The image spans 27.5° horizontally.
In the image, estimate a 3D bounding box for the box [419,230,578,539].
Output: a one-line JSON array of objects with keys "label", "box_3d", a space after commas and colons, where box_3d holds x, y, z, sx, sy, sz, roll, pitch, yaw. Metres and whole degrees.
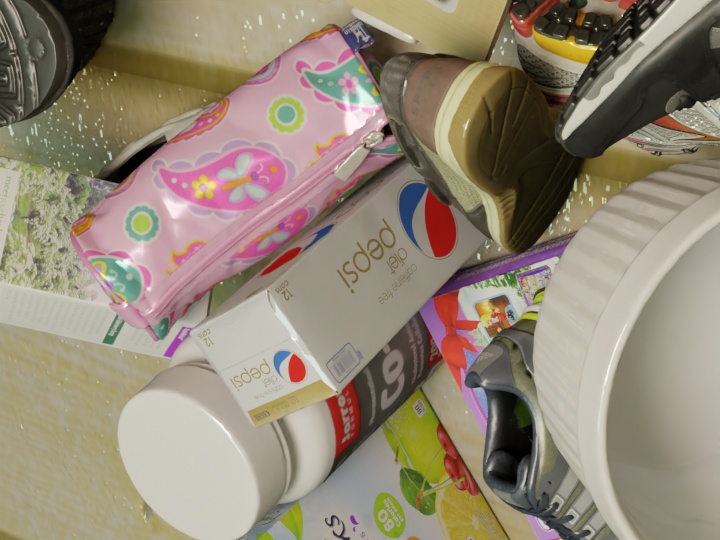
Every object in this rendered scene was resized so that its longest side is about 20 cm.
[{"label": "box", "box_3d": [0.134, 0.080, 0.849, 0.136, 0.039, 0.201, -19, 103, 41]}]

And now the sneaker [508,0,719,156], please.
[{"label": "sneaker", "box_3d": [0.170, -0.096, 0.712, 0.199, 0.078, 0.082, 20, 152, 21]}]

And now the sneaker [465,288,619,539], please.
[{"label": "sneaker", "box_3d": [0.109, 0.114, 0.786, 0.074, 0.081, 0.201, -1, 113, 61]}]

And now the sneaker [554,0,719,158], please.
[{"label": "sneaker", "box_3d": [0.166, -0.099, 0.598, 0.087, 0.076, 0.200, 41, 124, -5]}]

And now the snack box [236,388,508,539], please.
[{"label": "snack box", "box_3d": [0.007, 0.193, 0.898, 0.067, 0.200, 0.169, -24, 101, 42]}]

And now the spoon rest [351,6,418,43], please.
[{"label": "spoon rest", "box_3d": [0.053, -0.216, 0.737, 0.099, 0.061, 0.201, 29, 116, 17]}]

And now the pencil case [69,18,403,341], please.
[{"label": "pencil case", "box_3d": [-0.062, -0.049, 0.809, 0.199, 0.087, 0.088, -36, 93, 0]}]

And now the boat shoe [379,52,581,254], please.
[{"label": "boat shoe", "box_3d": [0.061, -0.064, 0.739, 0.066, 0.201, 0.072, 32, 89, 21]}]

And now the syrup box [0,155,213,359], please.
[{"label": "syrup box", "box_3d": [-0.187, -0.011, 0.884, 0.199, 0.079, 0.081, 13, 157, -15]}]

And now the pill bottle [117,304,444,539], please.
[{"label": "pill bottle", "box_3d": [-0.040, 0.063, 0.857, 0.113, 0.200, 0.115, 17, 125, 27]}]

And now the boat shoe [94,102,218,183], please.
[{"label": "boat shoe", "box_3d": [-0.094, -0.069, 0.907, 0.199, 0.066, 0.072, -11, 103, 38]}]

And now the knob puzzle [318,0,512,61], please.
[{"label": "knob puzzle", "box_3d": [0.000, -0.208, 0.685, 0.219, 0.030, 0.221, 23, 141, 21]}]

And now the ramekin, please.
[{"label": "ramekin", "box_3d": [0.176, 0.041, 0.692, 0.105, 0.199, 0.201, -139, 32, -65]}]

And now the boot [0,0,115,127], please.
[{"label": "boot", "box_3d": [-0.196, -0.142, 0.878, 0.210, 0.157, 0.080, -2, 111, 43]}]

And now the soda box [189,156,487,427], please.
[{"label": "soda box", "box_3d": [0.000, 0.000, 0.790, 0.068, 0.200, 0.064, -27, 100, 42]}]
